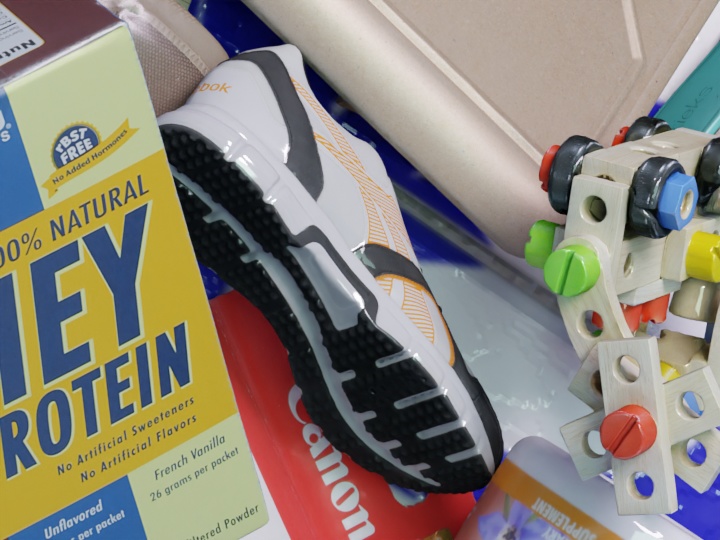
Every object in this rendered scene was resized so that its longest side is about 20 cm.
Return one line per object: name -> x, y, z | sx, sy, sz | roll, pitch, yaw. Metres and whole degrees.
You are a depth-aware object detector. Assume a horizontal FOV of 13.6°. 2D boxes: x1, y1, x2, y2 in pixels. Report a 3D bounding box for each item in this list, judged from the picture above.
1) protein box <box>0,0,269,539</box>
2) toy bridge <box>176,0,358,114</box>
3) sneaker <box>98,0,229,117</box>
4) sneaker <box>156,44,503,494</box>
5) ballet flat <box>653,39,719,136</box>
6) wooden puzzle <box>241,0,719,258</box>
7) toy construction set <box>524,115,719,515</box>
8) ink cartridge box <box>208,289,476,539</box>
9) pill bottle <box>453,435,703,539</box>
protein box -> -0.152, -0.006, 1.006 | 0.134, 0.200, 0.199 | -27, 126, -19
toy bridge -> 0.013, -0.094, 1.199 | 0.199, 0.027, 0.068 | 25, 77, -16
sneaker -> -0.141, -0.106, 1.124 | 0.200, 0.070, 0.076 | 36, 76, -12
sneaker -> 0.000, 0.000, 1.143 | 0.200, 0.073, 0.080 | 55, 46, -23
ballet flat -> 0.187, -0.092, 1.245 | 0.072, 0.068, 0.201 | 43, 73, -32
wooden puzzle -> 0.050, -0.129, 1.193 | 0.185, 0.037, 0.200 | 43, 58, -11
toy construction set -> 0.109, 0.015, 1.128 | 0.092, 0.200, 0.132 | 11, 105, 12
ink cartridge box -> -0.048, 0.095, 1.152 | 0.199, 0.050, 0.162 | -26, 94, -17
pill bottle -> 0.056, 0.173, 1.137 | 0.112, 0.112, 0.201 | 32, 90, -14
